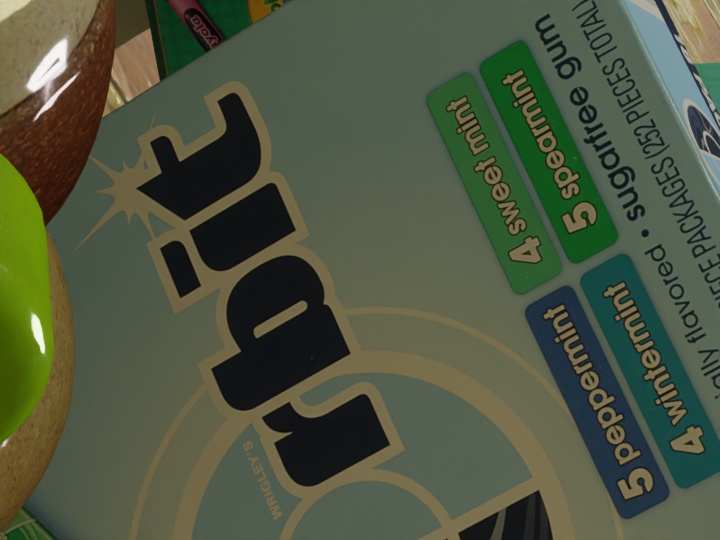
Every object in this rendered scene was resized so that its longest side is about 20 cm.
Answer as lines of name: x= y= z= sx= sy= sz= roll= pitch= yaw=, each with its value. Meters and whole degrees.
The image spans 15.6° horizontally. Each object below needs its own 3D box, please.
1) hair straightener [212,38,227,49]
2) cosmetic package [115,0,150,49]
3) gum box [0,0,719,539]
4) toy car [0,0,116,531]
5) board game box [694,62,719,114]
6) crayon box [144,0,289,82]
hair straightener: x=0.009 y=0.022 z=0.668 sx=0.077 sy=0.041 sz=0.200 roll=24 pitch=-30 yaw=46
cosmetic package: x=-0.105 y=-0.181 z=0.827 sx=0.200 sy=0.087 sz=0.103 roll=52 pitch=17 yaw=-30
gum box: x=-0.004 y=0.034 z=0.560 sx=0.045 sy=0.200 sz=0.170 roll=16 pitch=47 yaw=-64
toy car: x=-0.114 y=0.010 z=0.463 sx=0.200 sy=0.158 sz=0.164 roll=87 pitch=-4 yaw=-47
board game box: x=0.131 y=0.051 z=0.818 sx=0.200 sy=0.045 sz=0.152 roll=-95 pitch=-178 yaw=-52
crayon box: x=-0.017 y=-0.033 z=0.759 sx=0.119 sy=0.058 sz=0.200 roll=-91 pitch=173 yaw=-59
